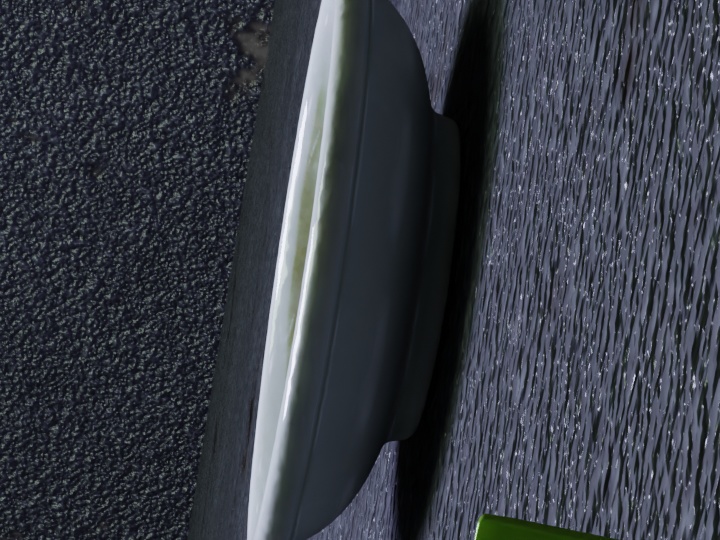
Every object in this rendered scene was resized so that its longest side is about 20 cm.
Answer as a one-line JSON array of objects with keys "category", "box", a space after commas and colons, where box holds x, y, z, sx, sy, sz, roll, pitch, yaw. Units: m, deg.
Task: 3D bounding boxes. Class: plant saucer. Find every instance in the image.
[{"category": "plant saucer", "box": [0.000, 0.000, 0.957, 0.200, 0.050, 0.202, -171, 90, -86]}]

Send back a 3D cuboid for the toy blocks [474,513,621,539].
[{"category": "toy blocks", "box": [0.009, 0.127, 0.435, 0.137, 0.099, 0.202, -17, -64, -82]}]
